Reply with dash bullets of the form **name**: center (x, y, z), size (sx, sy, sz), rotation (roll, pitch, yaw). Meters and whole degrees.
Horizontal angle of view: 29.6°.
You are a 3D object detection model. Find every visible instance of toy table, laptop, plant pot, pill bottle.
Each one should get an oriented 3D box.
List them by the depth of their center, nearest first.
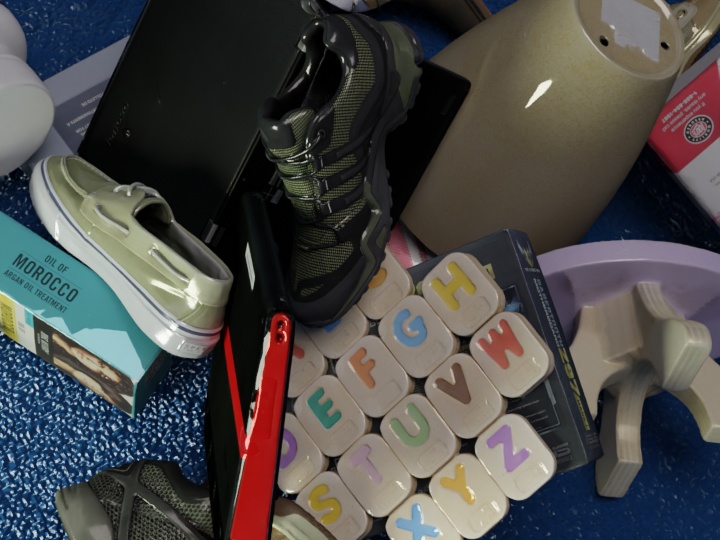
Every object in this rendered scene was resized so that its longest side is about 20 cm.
- **pill bottle**: center (-0.305, -0.160, 0.953), size (0.119, 0.120, 0.200), rotation (-33, 66, -23)
- **laptop**: center (-0.063, -0.105, 0.955), size (0.199, 0.188, 0.116), rotation (20, 20, -29)
- **toy table**: center (0.199, 0.063, 0.958), size (0.198, 0.185, 0.118), rotation (-2, 49, 0)
- **plant pot**: center (0.136, -0.121, 0.982), size (0.186, 0.200, 0.189), rotation (14, 56, -22)

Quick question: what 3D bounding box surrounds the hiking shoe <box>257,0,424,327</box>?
- **hiking shoe**: center (-0.031, -0.066, 0.853), size (0.100, 0.075, 0.202), rotation (11, 91, -39)

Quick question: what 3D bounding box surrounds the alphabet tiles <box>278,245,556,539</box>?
- **alphabet tiles**: center (0.024, 0.087, 0.873), size (0.200, 0.015, 0.196), rotation (-43, 72, 16)

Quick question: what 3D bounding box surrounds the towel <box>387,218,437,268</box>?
- **towel**: center (0.000, 0.000, 1.018), size (0.198, 0.030, 0.147), rotation (-10, 69, -14)

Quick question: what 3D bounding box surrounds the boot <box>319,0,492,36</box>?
- **boot**: center (0.019, -0.228, 1.116), size (0.200, 0.075, 0.097), rotation (40, 90, -5)

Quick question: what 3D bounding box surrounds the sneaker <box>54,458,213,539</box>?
- **sneaker**: center (-0.107, 0.207, 0.870), size (0.114, 0.076, 0.200), rotation (-24, 68, -15)

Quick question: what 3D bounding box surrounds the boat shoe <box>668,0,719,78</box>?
- **boat shoe**: center (0.253, -0.193, 1.138), size (0.065, 0.072, 0.201), rotation (34, 69, 3)

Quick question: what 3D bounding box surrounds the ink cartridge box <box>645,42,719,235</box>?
- **ink cartridge box**: center (0.324, -0.083, 1.038), size (0.147, 0.086, 0.200), rotation (-40, 95, 10)

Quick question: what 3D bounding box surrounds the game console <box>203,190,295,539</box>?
- **game console**: center (-0.066, 0.065, 0.831), size (0.031, 0.178, 0.200), rotation (7, 21, -13)

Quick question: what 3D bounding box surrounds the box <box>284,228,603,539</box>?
- **box**: center (0.041, 0.081, 0.902), size (0.199, 0.051, 0.159), rotation (-23, 80, 20)

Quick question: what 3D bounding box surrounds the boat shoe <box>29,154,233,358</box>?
- **boat shoe**: center (-0.148, -0.024, 0.906), size (0.200, 0.062, 0.072), rotation (43, 23, 29)

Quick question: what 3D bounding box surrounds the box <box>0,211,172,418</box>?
- **box**: center (-0.222, 0.017, 0.928), size (0.199, 0.082, 0.049), rotation (33, 65, 4)

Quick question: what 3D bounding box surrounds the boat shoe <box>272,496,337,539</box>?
- **boat shoe**: center (-0.012, 0.237, 0.867), size (0.200, 0.072, 0.076), rotation (44, 59, -6)

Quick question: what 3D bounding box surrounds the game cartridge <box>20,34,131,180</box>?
- **game cartridge**: center (-0.159, -0.110, 1.026), size (0.199, 0.042, 0.134), rotation (-33, 81, -24)
